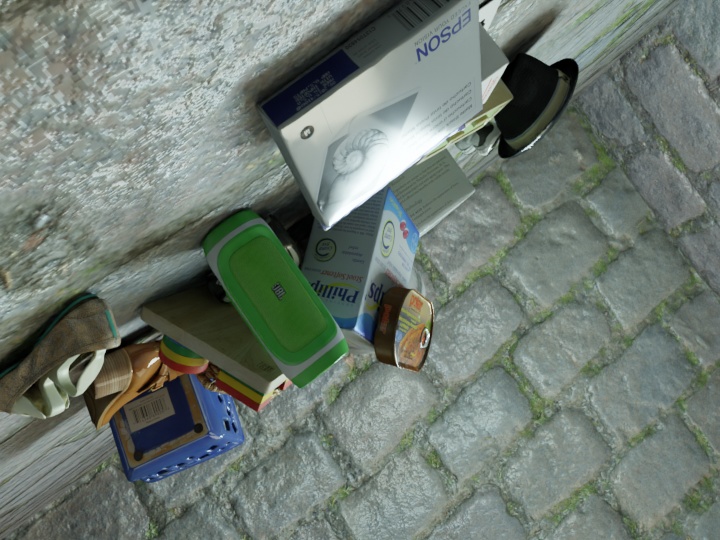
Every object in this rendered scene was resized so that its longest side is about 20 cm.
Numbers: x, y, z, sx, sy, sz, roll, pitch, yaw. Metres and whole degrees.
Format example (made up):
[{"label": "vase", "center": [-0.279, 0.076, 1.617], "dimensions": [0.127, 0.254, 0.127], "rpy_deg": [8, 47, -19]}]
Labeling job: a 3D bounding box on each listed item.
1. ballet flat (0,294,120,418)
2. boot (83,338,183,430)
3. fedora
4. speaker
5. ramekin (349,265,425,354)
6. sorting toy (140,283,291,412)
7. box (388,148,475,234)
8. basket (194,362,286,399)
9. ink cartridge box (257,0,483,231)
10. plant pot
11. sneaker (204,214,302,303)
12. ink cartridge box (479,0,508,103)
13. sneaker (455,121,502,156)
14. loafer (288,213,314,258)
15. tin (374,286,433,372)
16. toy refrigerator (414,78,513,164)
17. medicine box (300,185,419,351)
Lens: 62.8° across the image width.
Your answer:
[{"label": "ballet flat", "center": [-0.310, 0.105, 0.589], "dimensions": [0.199, 0.068, 0.068], "rpy_deg": [-39, 176, 23]}, {"label": "boot", "center": [-0.338, 0.170, 0.905], "dimensions": [0.152, 0.075, 0.200], "rpy_deg": [-18, 162, -36]}, {"label": "fedora", "center": [0.263, -0.285, 0.968], "dimensions": [0.202, 0.091, 0.201], "rpy_deg": [-52, -166, 19]}, {"label": "speaker", "center": [-0.099, 0.032, 0.687], "dimensions": [0.088, 0.202, 0.088], "rpy_deg": [-35, 177, -2]}, {"label": "ramekin", "center": [0.006, 0.034, 1.040], "dimensions": [0.196, 0.106, 0.203], "rpy_deg": [-20, -139, 19]}, {"label": "sorting toy", "center": [-0.172, 0.102, 0.818], "dimensions": [0.071, 0.196, 0.200], "rpy_deg": [-66, 167, 16]}, {"label": "box", "center": [0.087, -0.128, 1.164], "dimensions": [0.198, 0.132, 0.199], "rpy_deg": [-36, 177, -18]}, {"label": "basket", "center": [-0.204, 0.145, 1.012], "dimensions": [0.148, 0.144, 0.199], "rpy_deg": [-36, -143, -13]}, {"label": "ink cartridge box", "center": [0.026, -0.129, 0.535], "dimensions": [0.198, 0.041, 0.201], "rpy_deg": [-38, 152, -5]}, {"label": "plant pot", "center": [-0.339, 0.251, 1.050], "dimensions": [0.196, 0.204, 0.180], "rpy_deg": [-22, 167, -7]}, {"label": "sneaker", "center": [-0.150, 0.000, 0.805], "dimensions": [0.115, 0.076, 0.200], "rpy_deg": [-38, 180, -20]}, {"label": "ink cartridge box", "center": [0.090, -0.202, 0.663], "dimensions": [0.199, 0.068, 0.116], "rpy_deg": [-38, 177, -4]}, {"label": "sneaker", "center": [0.214, -0.274, 1.145], "dimensions": [0.075, 0.079, 0.200], "rpy_deg": [-56, -169, 7]}, {"label": "loafer", "center": [-0.031, -0.085, 0.978], "dimensions": [0.199, 0.073, 0.073], "rpy_deg": [-38, 176, 2]}, {"label": "tin", "center": [0.068, 0.089, 0.880], "dimensions": [0.200, 0.041, 0.115], "rpy_deg": [35, 69, -66]}, {"label": "toy refrigerator", "center": [0.139, -0.227, 0.860], "dimensions": [0.199, 0.071, 0.076], "rpy_deg": [-34, 177, -42]}, {"label": "medicine box", "center": [0.000, 0.000, 0.861], "dimensions": [0.182, 0.101, 0.205], "rpy_deg": [41, 60, -64]}]
